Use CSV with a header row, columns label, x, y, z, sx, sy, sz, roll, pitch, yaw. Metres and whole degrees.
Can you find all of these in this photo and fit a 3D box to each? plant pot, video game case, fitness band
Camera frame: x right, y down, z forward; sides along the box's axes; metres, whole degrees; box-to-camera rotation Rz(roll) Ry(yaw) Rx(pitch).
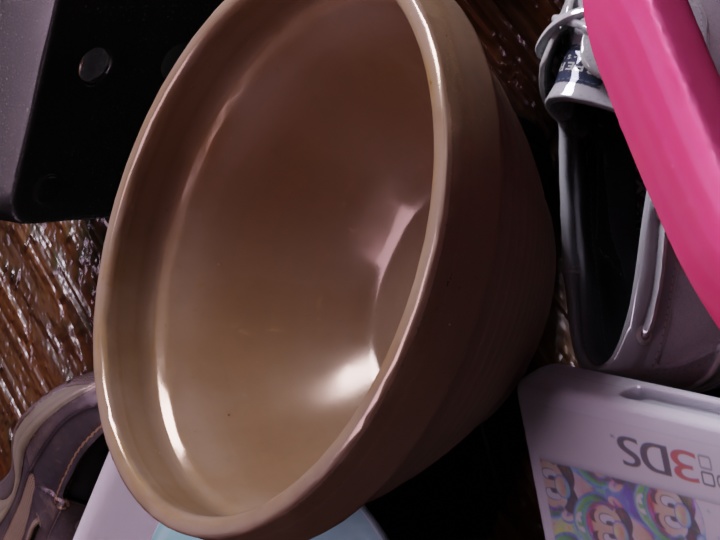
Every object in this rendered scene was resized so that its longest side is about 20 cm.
label,x,y,z,sx,sy,sz,roll,pitch,yaw
plant pot,0.000,0.000,0.913,0.201,0.092,0.202,-29,53,46
video game case,0.128,0.137,0.851,0.182,0.024,0.201,11,117,54
plant pot,-0.126,-0.120,1.130,0.177,0.199,0.200,34,118,38
fitness band,0.140,-0.037,0.777,0.037,0.143,0.201,-47,54,43

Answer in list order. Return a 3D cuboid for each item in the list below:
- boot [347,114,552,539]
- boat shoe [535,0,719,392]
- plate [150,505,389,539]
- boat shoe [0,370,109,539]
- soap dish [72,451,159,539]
label,x,y,z,sx,sy,sz,roll,pitch,yaw
boot,-0.007,0.014,1.050,0.162,0.073,0.199,14,95,52
boat shoe,0.092,-0.060,0.910,0.072,0.068,0.201,2,92,55
plate,-0.040,0.167,1.002,0.200,0.025,0.201,2,93,51
boat shoe,-0.120,0.106,1.224,0.074,0.074,0.200,62,146,19
soap dish,-0.056,0.150,1.113,0.158,0.081,0.201,53,131,41
